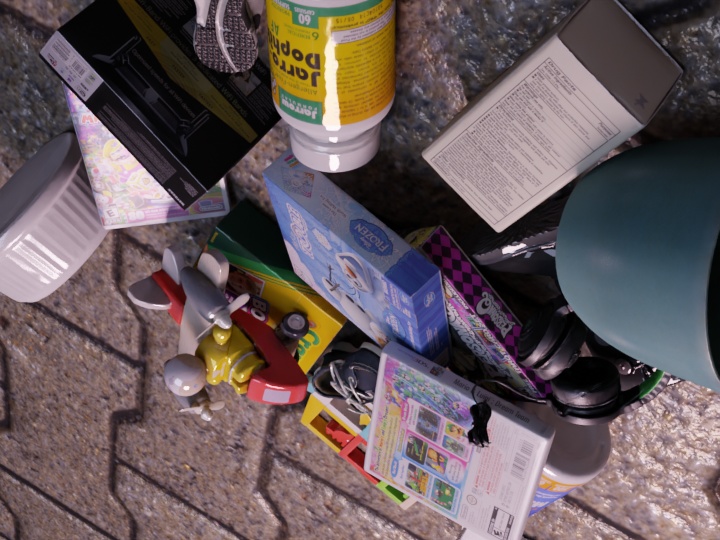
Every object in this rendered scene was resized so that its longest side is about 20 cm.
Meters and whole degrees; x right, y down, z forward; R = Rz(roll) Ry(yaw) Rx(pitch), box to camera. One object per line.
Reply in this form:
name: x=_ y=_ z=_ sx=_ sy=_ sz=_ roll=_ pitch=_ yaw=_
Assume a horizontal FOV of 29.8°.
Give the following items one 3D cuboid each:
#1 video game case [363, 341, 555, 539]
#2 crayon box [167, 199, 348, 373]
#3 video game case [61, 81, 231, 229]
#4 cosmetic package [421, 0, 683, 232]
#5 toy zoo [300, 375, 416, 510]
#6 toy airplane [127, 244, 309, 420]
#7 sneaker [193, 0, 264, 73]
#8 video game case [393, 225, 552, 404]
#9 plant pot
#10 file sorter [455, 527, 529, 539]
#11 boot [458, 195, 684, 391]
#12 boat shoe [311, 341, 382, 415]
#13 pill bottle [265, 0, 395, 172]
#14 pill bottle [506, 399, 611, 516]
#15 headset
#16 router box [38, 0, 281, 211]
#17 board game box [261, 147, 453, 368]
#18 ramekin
video game case: x=0.092 y=0.178 z=1.341 sx=0.182 sy=0.024 sz=0.201 roll=27 pitch=140 yaw=18
crayon box: x=-0.110 y=0.040 z=1.522 sx=0.172 sy=0.058 sz=0.200 roll=39 pitch=142 yaw=2
video game case: x=-0.220 y=-0.132 z=1.417 sx=0.142 sy=0.018 sz=0.201 roll=-7 pitch=131 yaw=1
cosmetic package: x=0.154 y=-0.128 z=1.116 sx=0.103 sy=0.087 sz=0.200 roll=46 pitch=143 yaw=-6
toy zoo: x=0.008 y=0.192 z=1.604 sx=0.200 sy=0.020 sz=0.131 roll=40 pitch=142 yaw=1
toy airplane: x=-0.169 y=0.071 z=1.439 sx=0.199 sy=0.141 sz=0.200 roll=-5 pitch=124 yaw=41
sneaker: x=-0.118 y=-0.266 z=1.192 sx=0.073 sy=0.080 sz=0.200 roll=9 pitch=148 yaw=-3
video game case: x=0.094 y=0.044 z=1.327 sx=0.200 sy=0.036 sz=0.181 roll=50 pitch=164 yaw=-13
plant pot: x=0.254 y=-0.014 z=1.070 sx=0.161 sy=0.201 sz=0.201 roll=14 pitch=136 yaw=42
file sorter: x=0.155 y=0.416 z=1.619 sx=0.138 sy=0.125 sz=0.201 roll=23 pitch=138 yaw=20
boot: x=0.201 y=0.032 z=1.261 sx=0.164 sy=0.066 sz=0.200 roll=-12 pitch=123 yaw=47
boat shoe: x=-0.002 y=0.116 z=1.451 sx=0.075 sy=0.062 sz=0.200 roll=47 pitch=164 yaw=-18
pill bottle: x=-0.025 y=-0.189 z=1.184 sx=0.112 sy=0.113 sz=0.201 roll=22 pitch=139 yaw=21
pill bottle: x=0.162 y=0.199 z=1.410 sx=0.112 sy=0.112 sz=0.200 roll=41 pitch=141 yaw=-1
headset: x=0.183 y=0.093 z=1.201 sx=0.199 sy=0.094 sz=0.124 roll=-28 pitch=110 yaw=24
router box: x=-0.179 y=-0.181 z=1.283 sx=0.200 sy=0.157 sz=0.052 roll=48 pitch=141 yaw=-9
board game box: x=0.000 y=0.000 z=1.317 sx=0.199 sy=0.043 sz=0.200 roll=41 pitch=164 yaw=25
ramekin: x=-0.359 y=-0.053 z=1.536 sx=0.094 sy=0.203 sz=0.202 roll=43 pitch=143 yaw=-22
